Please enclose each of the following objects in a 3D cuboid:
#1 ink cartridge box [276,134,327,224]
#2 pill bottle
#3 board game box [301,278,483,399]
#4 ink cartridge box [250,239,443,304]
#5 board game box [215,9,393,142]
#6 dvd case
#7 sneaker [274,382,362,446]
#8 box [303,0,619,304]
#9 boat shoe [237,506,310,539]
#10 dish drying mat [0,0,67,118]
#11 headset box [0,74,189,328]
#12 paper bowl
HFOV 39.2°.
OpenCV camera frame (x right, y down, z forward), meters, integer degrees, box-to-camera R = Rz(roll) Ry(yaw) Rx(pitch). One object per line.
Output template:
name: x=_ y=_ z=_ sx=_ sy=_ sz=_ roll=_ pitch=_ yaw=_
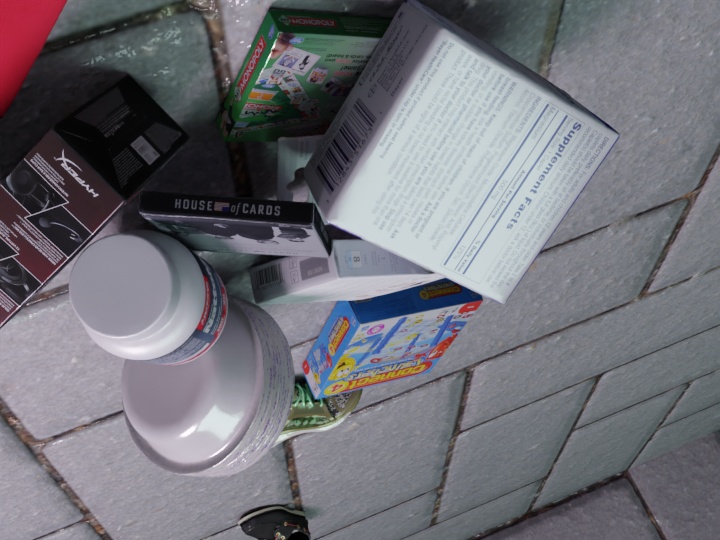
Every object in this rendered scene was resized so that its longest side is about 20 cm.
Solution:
ink cartridge box: x=0.012 y=-0.110 z=0.988 sx=0.199 sy=0.050 sz=0.162 roll=-8 pitch=152 yaw=-10
pill bottle: x=-0.198 y=0.026 z=0.948 sx=0.119 sy=0.120 sz=0.200 roll=-25 pitch=173 yaw=-1
board game box: x=0.041 y=0.088 z=1.396 sx=0.199 sy=0.056 sz=0.196 roll=-10 pitch=149 yaw=-29
ink cartridge box: x=0.000 y=0.000 z=1.153 sx=0.199 sy=0.048 sz=0.160 roll=-4 pitch=171 yaw=-40
board game box: x=-0.017 y=-0.170 z=0.916 sx=0.199 sy=0.029 sz=0.135 roll=-6 pitch=148 yaw=-35
dvd case: x=-0.107 y=-0.039 z=0.938 sx=0.149 sy=0.025 sz=0.200 roll=4 pitch=174 yaw=3
sneaker: x=-0.089 y=0.192 z=1.459 sx=0.199 sy=0.077 sz=0.089 roll=-23 pitch=145 yaw=-10
box: x=0.084 y=-0.101 z=0.880 sx=0.199 sy=0.105 sz=0.184 roll=25 pitch=108 yaw=-26
boat shoe: x=-0.160 y=0.497 z=1.945 sx=0.073 sy=0.063 sz=0.201 roll=-32 pitch=151 yaw=17
dish drying mat: x=-0.251 y=-0.179 z=0.710 sx=0.077 sy=0.018 sz=0.200 roll=2 pitch=142 yaw=-44
headset box: x=-0.245 y=-0.047 z=0.803 sx=0.200 sy=0.077 sz=0.149 roll=-38 pitch=-167 yaw=25
paper bowl: x=-0.179 y=0.121 z=1.103 sx=0.200 sy=0.201 sz=0.104 roll=-36 pitch=151 yaw=19
